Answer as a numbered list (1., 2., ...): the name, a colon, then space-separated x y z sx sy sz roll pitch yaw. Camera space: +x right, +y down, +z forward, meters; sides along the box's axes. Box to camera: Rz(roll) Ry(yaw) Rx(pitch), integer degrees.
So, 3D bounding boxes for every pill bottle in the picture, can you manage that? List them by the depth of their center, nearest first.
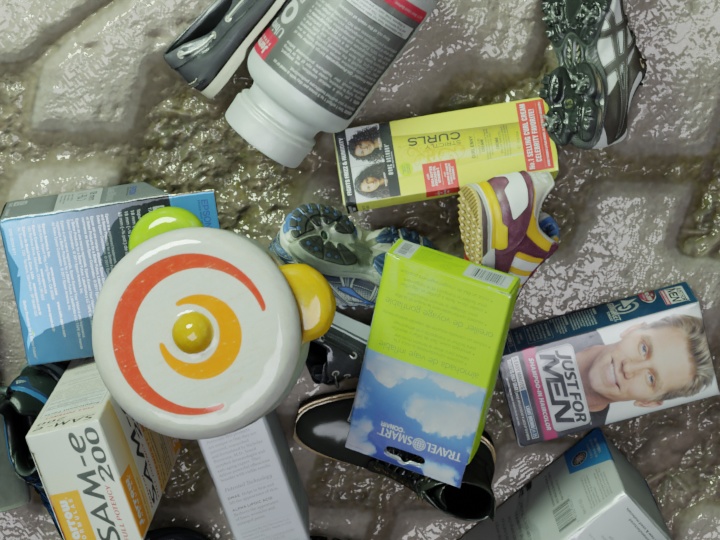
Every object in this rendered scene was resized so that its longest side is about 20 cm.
1. pill bottle: -0.030 -0.193 1.633 0.110 0.111 0.200 34 102 -12

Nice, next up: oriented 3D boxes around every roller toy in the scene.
1. roller toy: -0.136 0.055 1.607 0.199 0.140 0.183 24 91 3

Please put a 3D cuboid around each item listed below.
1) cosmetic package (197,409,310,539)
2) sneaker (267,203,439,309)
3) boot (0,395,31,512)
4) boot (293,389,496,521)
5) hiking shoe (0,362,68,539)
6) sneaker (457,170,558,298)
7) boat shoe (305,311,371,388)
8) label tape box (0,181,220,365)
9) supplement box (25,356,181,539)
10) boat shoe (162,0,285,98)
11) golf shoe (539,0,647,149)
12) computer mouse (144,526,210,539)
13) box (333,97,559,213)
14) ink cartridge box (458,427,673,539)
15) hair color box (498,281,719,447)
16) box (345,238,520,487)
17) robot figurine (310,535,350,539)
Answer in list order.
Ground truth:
1. cosmetic package: -0.111 0.165 1.752 0.074 0.102 0.201 -19 106 3
2. sneaker: 0.000 0.000 1.722 0.199 0.077 0.085 24 143 -25
3. boot: -0.413 0.140 1.758 0.180 0.073 0.201 -1 115 1
4. boot: 0.035 0.177 1.740 0.199 0.138 0.078 8 108 -3
5. hiking shoe: -0.299 0.189 1.751 0.074 0.087 0.201 -9 107 28
6. sneaker: 0.141 -0.008 1.692 0.090 0.075 0.201 -15 141 -9
7. boat shoe: -0.032 0.075 1.722 0.199 0.070 0.067 32 65 -21
8. label tape box: -0.223 -0.002 1.713 0.199 0.063 0.145 -8 108 -1
9. supplement box: -0.231 0.158 1.690 0.073 0.200 0.127 -14 109 10
10. boat shoe: -0.104 -0.247 1.635 0.063 0.073 0.200 32 109 -14
11. golf shoe: 0.215 -0.208 1.666 0.094 0.077 0.201 6 92 -45
12. computer mouse: -0.204 0.270 1.768 0.138 0.053 0.200 -27 151 28
13. box: 0.078 -0.105 1.687 0.199 0.050 0.076 -8 84 1
14. ink cartridge box: 0.188 0.266 1.769 0.200 0.147 0.086 -41 107 11
15. hair color box: 0.232 0.090 1.760 0.199 0.061 0.101 -16 108 3
16. box: 0.064 0.084 1.663 0.121 0.048 0.201 18 116 12
17. robot figurine: 0.021 0.325 1.790 0.199 0.145 0.058 21 109 -16
